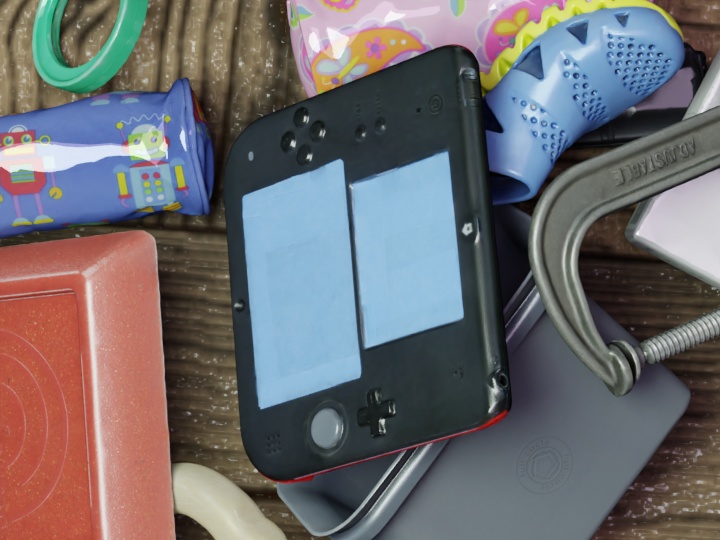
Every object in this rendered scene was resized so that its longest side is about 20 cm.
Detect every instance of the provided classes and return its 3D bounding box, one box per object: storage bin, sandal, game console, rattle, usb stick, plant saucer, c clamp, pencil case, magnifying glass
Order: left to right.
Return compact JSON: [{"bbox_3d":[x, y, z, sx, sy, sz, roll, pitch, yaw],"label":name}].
[{"bbox_3d":[-0.193,0.085,1.594,0.200,0.037,0.200,-6,87,34],"label":"plant saucer"},{"bbox_3d":[-0.179,-0.056,1.620,0.200,0.087,0.078,-8,88,4],"label":"pencil case"},{"bbox_3d":[-0.128,-0.193,1.625,0.080,0.022,0.200,31,98,47],"label":"magnifying glass"},{"bbox_3d":[-0.086,0.142,1.625,0.200,0.143,0.130,19,131,42],"label":"rattle"},{"bbox_3d":[0.000,0.000,1.507,0.177,0.031,0.200,-21,68,44],"label":"game console"},{"bbox_3d":[0.062,-0.138,1.580,0.200,0.087,0.088,-13,86,0],"label":"pencil case"},{"bbox_3d":[0.070,0.083,1.577,0.134,0.146,0.200,37,90,-21],"label":"storage bin"},{"bbox_3d":[0.084,-0.071,1.534,0.200,0.079,0.087,-31,44,19],"label":"sandal"},{"bbox_3d":[0.093,-0.092,1.624,0.200,0.033,0.056,-4,91,5],"label":"usb stick"},{"bbox_3d":[0.182,0.004,1.522,0.200,0.027,0.171,-16,100,-24],"label":"c clamp"}]

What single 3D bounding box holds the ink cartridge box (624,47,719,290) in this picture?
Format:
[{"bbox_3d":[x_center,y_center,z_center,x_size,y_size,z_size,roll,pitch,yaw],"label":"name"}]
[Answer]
[{"bbox_3d":[0.266,-0.066,1.586,0.176,0.045,0.200,27,90,-4],"label":"ink cartridge box"}]
